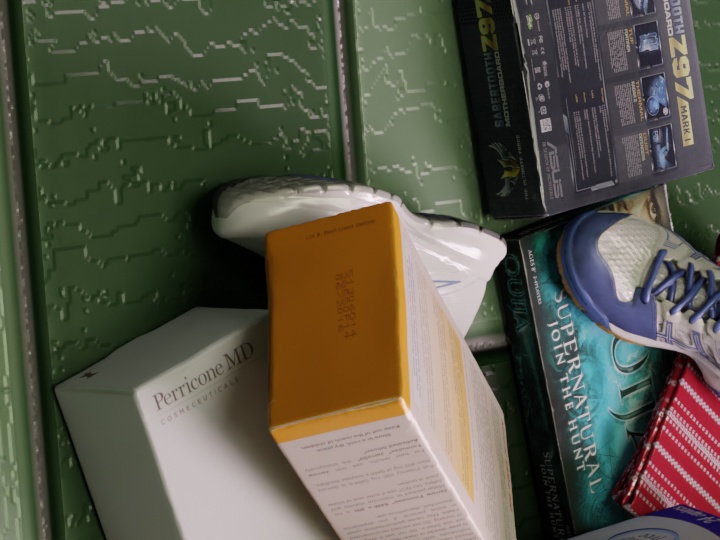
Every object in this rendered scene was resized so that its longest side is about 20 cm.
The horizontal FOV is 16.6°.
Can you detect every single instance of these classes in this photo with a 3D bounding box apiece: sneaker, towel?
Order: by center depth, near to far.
[{"bbox_3d":[0.000,0.000,1.322,0.199,0.074,0.088,18,84,-40],"label":"sneaker"},{"bbox_3d":[0.208,0.019,1.440,0.199,0.088,0.076,30,71,-22],"label":"sneaker"},{"bbox_3d":[0.231,0.092,1.527,0.145,0.022,0.201,42,63,-36],"label":"towel"}]

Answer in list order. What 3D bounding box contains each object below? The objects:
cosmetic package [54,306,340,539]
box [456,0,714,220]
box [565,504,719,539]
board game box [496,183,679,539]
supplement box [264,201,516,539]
[{"bbox_3d":[-0.069,0.130,1.259,0.101,0.071,0.201,-30,109,-38],"label":"cosmetic package"},{"bbox_3d":[0.129,-0.141,1.449,0.157,0.051,0.201,-17,101,-41],"label":"box"},{"bbox_3d":[0.151,0.216,1.352,0.199,0.184,0.106,-15,101,-23],"label":"box"},{"bbox_3d":[0.150,0.060,1.485,0.135,0.028,0.201,-21,105,-40],"label":"board game box"},{"bbox_3d":[0.017,0.078,1.265,0.200,0.073,0.127,61,20,-47],"label":"supplement box"}]
